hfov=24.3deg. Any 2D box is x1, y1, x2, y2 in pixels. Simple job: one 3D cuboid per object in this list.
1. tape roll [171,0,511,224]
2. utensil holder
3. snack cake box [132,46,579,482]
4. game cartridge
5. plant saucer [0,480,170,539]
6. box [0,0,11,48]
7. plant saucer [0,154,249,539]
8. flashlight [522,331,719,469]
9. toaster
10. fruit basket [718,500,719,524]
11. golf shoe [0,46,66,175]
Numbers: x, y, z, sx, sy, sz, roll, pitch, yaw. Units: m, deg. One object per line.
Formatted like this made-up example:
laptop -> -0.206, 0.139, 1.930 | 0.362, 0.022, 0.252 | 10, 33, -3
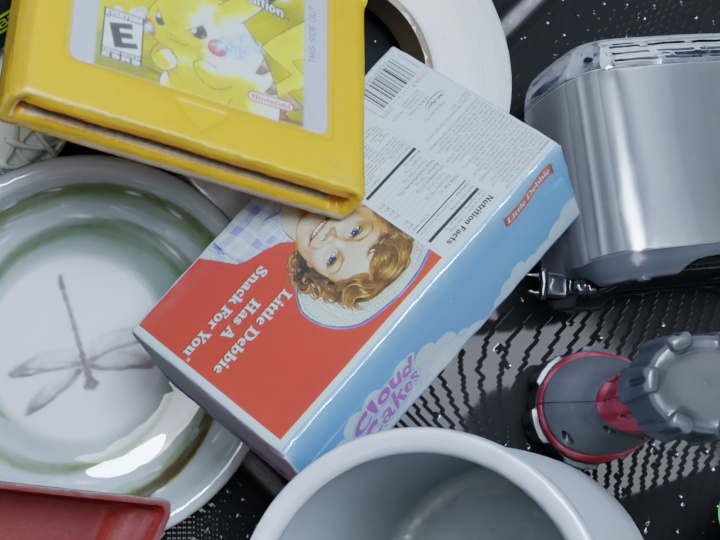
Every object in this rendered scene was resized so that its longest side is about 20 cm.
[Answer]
tape roll -> -0.016, -0.102, 0.907 | 0.201, 0.037, 0.205 | 1, 88, -16
utensil holder -> 0.053, 0.164, 0.790 | 0.169, 0.200, 0.172 | -3, 82, 18
snack cake box -> 0.000, 0.000, 0.821 | 0.115, 0.067, 0.200 | 35, 76, 31
game cartridge -> -0.077, -0.136, 0.803 | 0.175, 0.032, 0.201 | 15, 58, -24
plant saucer -> -0.207, 0.178, 0.783 | 0.037, 0.199, 0.201 | 34, 102, 40
box -> -0.266, -0.169, 0.844 | 0.192, 0.048, 0.201 | -31, 68, -2
plant saucer -> -0.144, 0.041, 0.864 | 0.198, 0.050, 0.202 | -2, 94, -21
flashlight -> 0.134, 0.064, 0.839 | 0.068, 0.200, 0.068 | 45, 79, 1
toaster -> 0.167, -0.051, 0.901 | 0.198, 0.114, 0.130 | -5, 79, -18
fruit basket -> 0.235, 0.206, 0.886 | 0.214, 0.155, 0.218 | 6, 102, 30
golf shoe -> -0.175, -0.083, 0.858 | 0.091, 0.075, 0.202 | 16, 91, 32
